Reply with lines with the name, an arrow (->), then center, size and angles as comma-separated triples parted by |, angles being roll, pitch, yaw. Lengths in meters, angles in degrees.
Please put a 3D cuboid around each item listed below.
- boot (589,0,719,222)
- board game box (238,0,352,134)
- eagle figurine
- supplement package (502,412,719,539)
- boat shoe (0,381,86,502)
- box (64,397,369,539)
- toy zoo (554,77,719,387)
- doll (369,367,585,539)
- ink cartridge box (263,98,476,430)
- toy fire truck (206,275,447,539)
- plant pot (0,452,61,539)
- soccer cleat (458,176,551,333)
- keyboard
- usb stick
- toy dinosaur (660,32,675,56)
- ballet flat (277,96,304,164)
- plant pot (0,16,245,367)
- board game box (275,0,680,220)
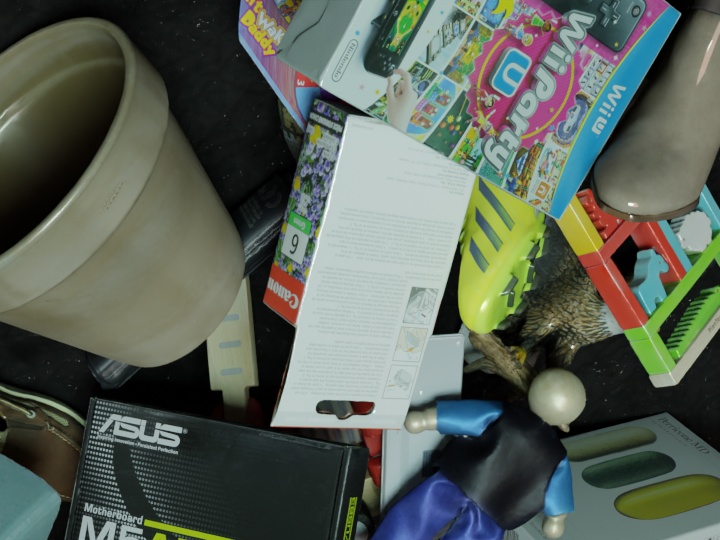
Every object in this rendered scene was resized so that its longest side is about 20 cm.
boot -> 0.207, -0.123, 0.780 | 0.070, 0.200, 0.147 | 26, 120, 14
board game box -> 0.016, -0.151, 0.822 | 0.158, 0.039, 0.200 | -46, 117, -21
eagle figurine -> 0.171, 0.013, 0.940 | 0.200, 0.150, 0.152 | -55, 161, -19
supplement package -> 0.194, 0.227, 0.988 | 0.199, 0.152, 0.152 | -10, 116, -23
boat shoe -> -0.263, 0.120, 0.906 | 0.202, 0.075, 0.075 | 34, 103, -23
box -> -0.105, 0.195, 0.848 | 0.199, 0.047, 0.195 | 9, 87, 21
toy zoo -> 0.189, -0.040, 0.860 | 0.131, 0.020, 0.201 | -43, 106, -35
doll -> 0.080, 0.145, 0.879 | 0.136, 0.048, 0.200 | 42, 100, -3
ink cartridge box -> 0.000, 0.000, 0.813 | 0.108, 0.050, 0.201 | 7, 105, -35
toy fire truck -> -0.037, 0.099, 0.934 | 0.175, 0.129, 0.201 | -19, 126, -3
plant pot -> -0.344, 0.210, 0.803 | 0.196, 0.200, 0.196 | 31, 123, 5
soccer cleat -> 0.091, -0.042, 0.858 | 0.083, 0.201, 0.065 | 16, 146, 11
keyboard -> 0.043, 0.138, 0.907 | 0.056, 0.011, 0.201 | -5, 113, -16
usb stick -> -0.116, 0.007, 0.896 | 0.200, 0.056, 0.033 | -41, 125, 6
toy dinosaur -> 0.180, -0.223, 0.857 | 0.102, 0.077, 0.201 | -10, 121, 6
ballet flat -> 0.003, -0.052, 0.889 | 0.072, 0.072, 0.201 | -25, 116, 0
plant pot -> -0.168, -0.030, 0.810 | 0.200, 0.200, 0.174 | -40, 132, 7
board game box -> 0.072, -0.137, 0.732 | 0.199, 0.064, 0.148 | 24, 99, -37
